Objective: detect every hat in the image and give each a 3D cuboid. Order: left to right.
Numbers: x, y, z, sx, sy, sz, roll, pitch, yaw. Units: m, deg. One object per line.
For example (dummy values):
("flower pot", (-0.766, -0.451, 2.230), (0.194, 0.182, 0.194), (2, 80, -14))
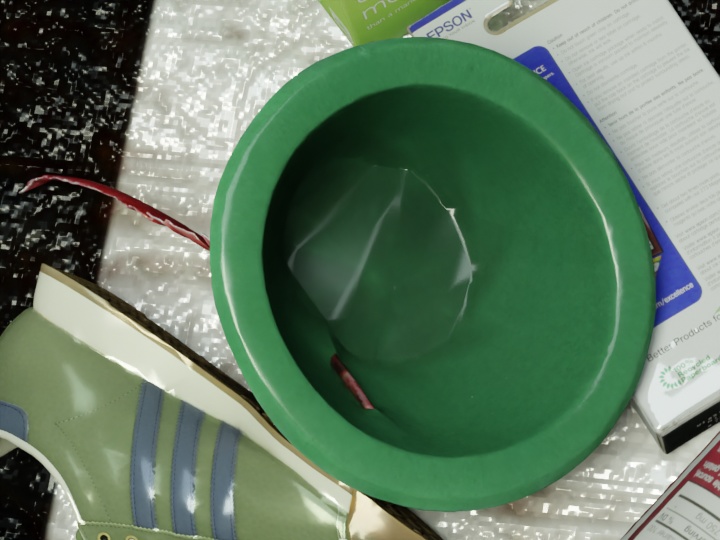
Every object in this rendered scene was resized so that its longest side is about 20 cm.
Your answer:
("hat", (0.000, 0.000, 1.125), (0.165, 0.176, 0.200), (-32, 92, -17))

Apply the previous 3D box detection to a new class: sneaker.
("sneaker", (-0.065, 0.086, 1.094), (0.200, 0.067, 0.090), (35, 92, 18))

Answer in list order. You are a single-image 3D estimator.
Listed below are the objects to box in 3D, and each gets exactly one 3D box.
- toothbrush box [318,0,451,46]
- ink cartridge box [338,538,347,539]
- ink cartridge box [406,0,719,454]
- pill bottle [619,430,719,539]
("toothbrush box", (0.021, -0.189, 1.104), (0.145, 0.200, 0.086), (-35, 66, -4))
("ink cartridge box", (0.012, 0.212, 0.988), (0.145, 0.048, 0.201), (22, 85, 41))
("ink cartridge box", (0.106, -0.036, 1.117), (0.094, 0.037, 0.200), (-30, 69, 0))
("pill bottle", (0.150, 0.113, 1.008), (0.113, 0.113, 0.200), (41, 82, 22))
